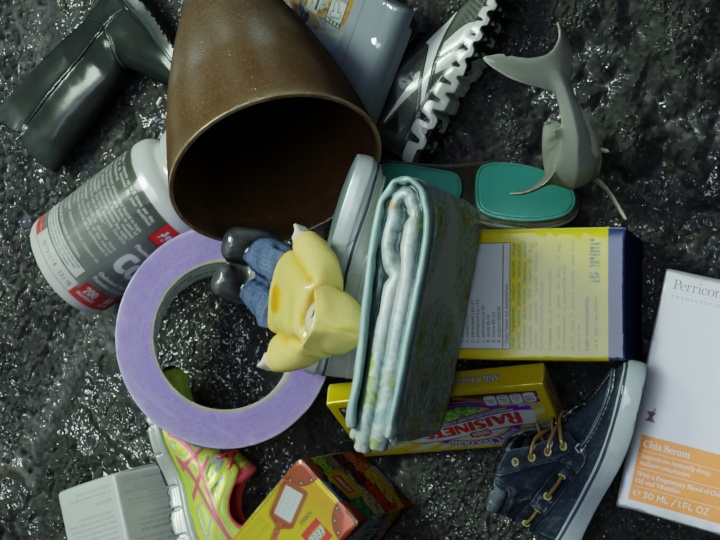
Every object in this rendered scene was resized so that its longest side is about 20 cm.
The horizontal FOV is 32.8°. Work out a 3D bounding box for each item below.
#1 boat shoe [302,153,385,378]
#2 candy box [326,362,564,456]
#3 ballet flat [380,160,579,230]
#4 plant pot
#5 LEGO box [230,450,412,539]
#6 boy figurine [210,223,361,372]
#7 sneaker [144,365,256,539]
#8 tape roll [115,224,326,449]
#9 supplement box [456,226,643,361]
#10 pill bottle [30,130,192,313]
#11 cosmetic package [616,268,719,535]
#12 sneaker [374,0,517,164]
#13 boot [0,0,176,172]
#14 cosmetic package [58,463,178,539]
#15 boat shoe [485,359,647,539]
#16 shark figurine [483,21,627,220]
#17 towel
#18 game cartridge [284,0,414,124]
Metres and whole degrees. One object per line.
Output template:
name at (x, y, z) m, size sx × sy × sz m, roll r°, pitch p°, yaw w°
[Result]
boat shoe at (0.000, 0.000, 1.059) m, size 0.066 × 0.074 × 0.202 m, roll 13°, pitch 112°, yaw -5°
candy box at (0.079, 0.127, 1.085) m, size 0.197 × 0.102 × 0.027 m, roll -8°, pitch 54°, yaw 21°
ballet flat at (0.097, -0.063, 1.109) m, size 0.197 × 0.064 × 0.068 m, roll 6°, pitch 65°, yaw 4°
plant pot at (-0.096, -0.161, 1.084) m, size 0.186 × 0.187 × 0.202 m, roll -29°, pitch 55°, yaw 17°
LEGO box at (-0.063, 0.263, 1.101) m, size 0.077 × 0.149 × 0.201 m, roll 43°, pitch 102°, yaw 19°
boy figurine at (-0.056, 0.029, 1.004) m, size 0.200 × 0.064 × 0.126 m, roll 34°, pitch 109°, yaw 56°
sneaker at (-0.146, 0.186, 1.187) m, size 0.089 × 0.078 × 0.203 m, roll -18°, pitch 85°, yaw 11°
tape roll at (-0.125, 0.064, 1.132) m, size 0.197 × 0.085 × 0.203 m, roll 1°, pitch 83°, yaw -7°
supplement box at (0.140, 0.023, 1.062) m, size 0.197 × 0.109 × 0.111 m, roll 0°, pitch 86°, yaw 21°
pill bottle at (-0.217, -0.056, 1.205) m, size 0.199 × 0.114 × 0.115 m, roll -34°, pitch 75°, yaw 16°
cosmetic package at (0.286, 0.109, 1.018) m, size 0.100 × 0.071 × 0.203 m, roll 11°, pitch 90°, yaw 22°
sneaker at (0.069, -0.195, 1.129) m, size 0.090 × 0.066 × 0.202 m, roll 32°, pitch 100°, yaw 18°
boot at (-0.266, -0.179, 1.258) m, size 0.200 × 0.066 × 0.165 m, roll -43°, pitch 64°, yaw 10°
cosmetic package at (-0.221, 0.299, 1.189) m, size 0.101 × 0.074 × 0.203 m, roll -22°, pitch 79°, yaw 40°
boat shoe at (0.168, 0.148, 1.018) m, size 0.090 × 0.071 × 0.202 m, roll 20°, pitch 124°, yaw 7°
shark figurine at (0.156, -0.097, 1.000) m, size 0.089 × 0.215 × 0.129 m, roll -25°, pitch 71°, yaw 5°
towel at (0.042, 0.036, 0.948) m, size 0.048 × 0.171 × 0.203 m, roll 11°, pitch 90°, yaw 17°
game cartridge at (-0.042, -0.225, 1.154) m, size 0.200 × 0.041 × 0.134 m, roll 39°, pitch 114°, yaw 34°
